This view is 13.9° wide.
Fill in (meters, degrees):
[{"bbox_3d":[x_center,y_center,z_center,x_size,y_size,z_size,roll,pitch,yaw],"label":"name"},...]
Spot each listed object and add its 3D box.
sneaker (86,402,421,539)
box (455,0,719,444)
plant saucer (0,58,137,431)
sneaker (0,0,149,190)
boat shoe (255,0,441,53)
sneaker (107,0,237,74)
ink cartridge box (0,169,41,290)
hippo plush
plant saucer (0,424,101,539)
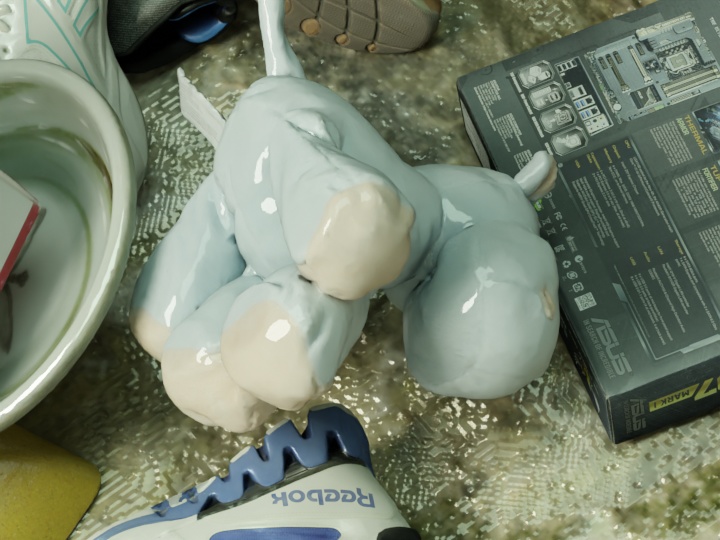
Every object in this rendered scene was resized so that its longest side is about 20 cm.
[{"bbox_3d":[-0.051,0.153,1.306,0.199,0.081,0.115,-35,59,-15],"label":"sneaker"},{"bbox_3d":[0.153,-0.033,1.406,0.157,0.051,0.201,-22,59,-4],"label":"box"},{"bbox_3d":[-0.175,0.001,1.365,0.199,0.050,0.201,-16,57,27],"label":"plant saucer"},{"bbox_3d":[-0.162,-0.123,1.433,0.080,0.070,0.201,-16,92,-46],"label":"sneaker"},{"bbox_3d":[-0.040,-0.180,1.467,0.199,0.076,0.072,32,57,-18],"label":"boat shoe"},{"bbox_3d":[-0.090,-0.180,1.523,0.112,0.073,0.200,34,77,21],"label":"sneaker"},{"bbox_3d":[-0.279,-0.015,1.316,0.199,0.145,0.146,15,75,41],"label":"ink cartridge box"},{"bbox_3d":[0.000,0.000,1.328,0.159,0.160,0.200,-51,36,25],"label":"hippo plush"},{"bbox_3d":[-0.255,0.122,1.373,0.199,0.049,0.200,25,66,20],"label":"plant saucer"}]
